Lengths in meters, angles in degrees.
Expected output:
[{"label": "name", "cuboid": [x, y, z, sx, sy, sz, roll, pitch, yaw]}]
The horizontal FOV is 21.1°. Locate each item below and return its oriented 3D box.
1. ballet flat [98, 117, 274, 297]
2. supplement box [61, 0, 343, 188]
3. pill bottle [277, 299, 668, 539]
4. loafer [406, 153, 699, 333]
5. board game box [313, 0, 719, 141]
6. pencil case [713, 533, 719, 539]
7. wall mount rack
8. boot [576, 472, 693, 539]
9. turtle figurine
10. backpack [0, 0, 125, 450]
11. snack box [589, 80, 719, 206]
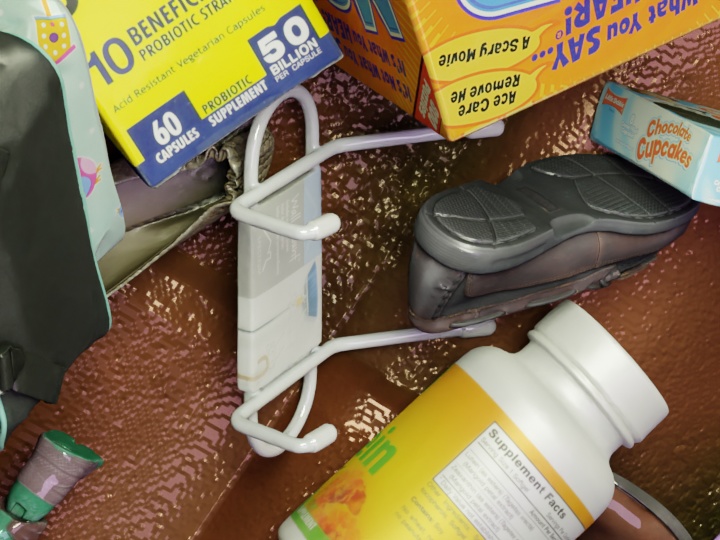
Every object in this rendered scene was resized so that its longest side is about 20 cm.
[{"label": "ballet flat", "cuboid": [-0.126, -0.014, 0.939, 0.199, 0.046, 0.068, -32, 116, -8]}, {"label": "supplement box", "cuboid": [-0.112, -0.157, 0.860, 0.108, 0.109, 0.201, -35, 116, -6]}, {"label": "pill bottle", "cuboid": [0.063, 0.112, 1.020, 0.200, 0.111, 0.111, -42, 117, -3]}, {"label": "loafer", "cuboid": [0.096, -0.014, 1.000, 0.199, 0.072, 0.063, -12, 132, -43]}, {"label": "board game box", "cuboid": [0.060, -0.209, 0.858, 0.199, 0.200, 0.201, -25, 116, -12]}, {"label": "pencil case", "cuboid": [0.270, 0.201, 1.116, 0.084, 0.086, 0.199, -42, 139, 16]}, {"label": "wall mount rack", "cuboid": [0.000, 0.000, 0.978, 0.173, 0.074, 0.202, -34, 133, -50]}, {"label": "boot", "cuboid": [0.111, 0.230, 1.078, 0.200, 0.068, 0.189, -44, 132, -24]}, {"label": "turtle figurine", "cuboid": [-0.214, 0.160, 0.942, 0.149, 0.101, 0.201, 28, 91, -27]}, {"label": "backpack", "cuboid": [-0.206, -0.042, 0.817, 0.177, 0.198, 0.154, 81, 29, -43]}, {"label": "snack box", "cuboid": [0.233, -0.050, 1.027, 0.198, 0.116, 0.037, 11, 104, -24]}]
